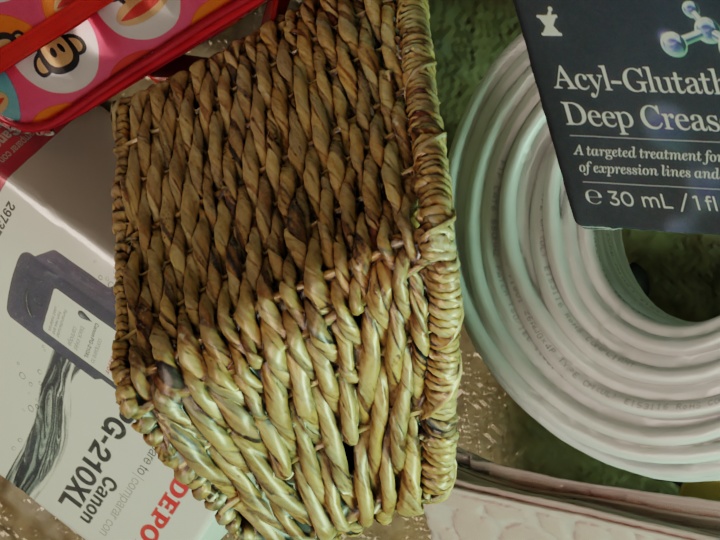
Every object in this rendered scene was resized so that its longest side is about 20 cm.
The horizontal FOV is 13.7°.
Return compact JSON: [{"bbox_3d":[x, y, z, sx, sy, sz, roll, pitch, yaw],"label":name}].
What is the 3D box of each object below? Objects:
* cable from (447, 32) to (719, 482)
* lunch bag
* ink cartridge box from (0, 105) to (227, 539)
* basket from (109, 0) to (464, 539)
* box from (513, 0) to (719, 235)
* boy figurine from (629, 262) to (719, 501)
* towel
[{"bbox_3d":[0.128,-0.021,1.139,0.200,0.069,0.200,47,109,20],"label":"cable"},{"bbox_3d":[-0.103,-0.148,1.225,0.200,0.082,0.176,-29,106,34],"label":"lunch bag"},{"bbox_3d":[-0.118,0.023,1.321,0.200,0.084,0.145,36,128,5],"label":"ink cartridge box"},{"bbox_3d":[0.000,0.000,1.158,0.149,0.200,0.143,-28,125,16],"label":"basket"},{"bbox_3d":[0.133,-0.119,0.982,0.148,0.107,0.201,4,124,36],"label":"box"},{"bbox_3d":[0.174,0.076,1.215,0.200,0.064,0.125,31,126,8],"label":"boy figurine"},{"bbox_3d":[0.129,0.162,1.262,0.190,0.032,0.200,11,138,32],"label":"towel"}]
